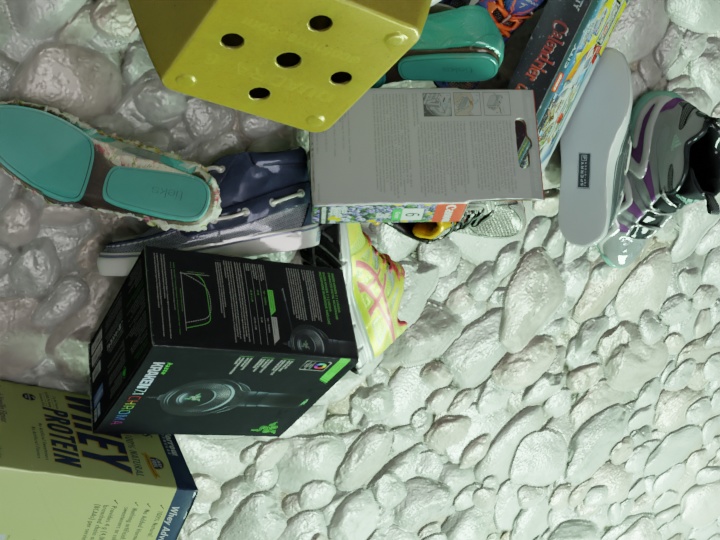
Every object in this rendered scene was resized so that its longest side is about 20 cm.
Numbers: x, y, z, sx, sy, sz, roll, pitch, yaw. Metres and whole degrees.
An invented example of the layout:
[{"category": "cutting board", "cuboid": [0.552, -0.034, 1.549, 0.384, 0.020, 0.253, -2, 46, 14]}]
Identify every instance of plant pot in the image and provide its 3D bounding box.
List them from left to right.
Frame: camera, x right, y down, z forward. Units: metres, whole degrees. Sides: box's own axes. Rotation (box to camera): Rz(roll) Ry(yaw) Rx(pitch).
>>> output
[{"category": "plant pot", "cuboid": [-0.053, -0.218, 0.686, 0.198, 0.179, 0.200, 12, 149, -31]}]

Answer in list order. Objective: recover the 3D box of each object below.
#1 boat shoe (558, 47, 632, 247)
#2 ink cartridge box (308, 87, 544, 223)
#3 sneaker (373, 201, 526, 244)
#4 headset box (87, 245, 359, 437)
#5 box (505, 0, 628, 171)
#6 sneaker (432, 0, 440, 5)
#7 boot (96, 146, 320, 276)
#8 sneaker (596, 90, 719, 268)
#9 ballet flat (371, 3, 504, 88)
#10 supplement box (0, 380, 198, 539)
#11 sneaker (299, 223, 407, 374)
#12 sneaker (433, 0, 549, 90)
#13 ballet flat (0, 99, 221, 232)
[{"category": "boat shoe", "cuboid": [0.248, -0.127, 1.015, 0.068, 0.071, 0.203, -20, 114, -57]}, {"category": "ink cartridge box", "cuboid": [0.054, -0.100, 0.857, 0.197, 0.111, 0.050, -1, 163, -4]}, {"category": "sneaker", "cuboid": [0.076, -0.056, 0.941, 0.198, 0.083, 0.078, 10, 137, -29]}, {"category": "headset box", "cuboid": [-0.118, 0.071, 0.865, 0.198, 0.094, 0.174, 7, 146, -30]}, {"category": "box", "cuboid": [0.179, -0.179, 0.921, 0.202, 0.037, 0.136, -65, 160, 14]}, {"category": "sneaker", "cuboid": [0.082, -0.273, 0.821, 0.199, 0.080, 0.077, -39, 82, 2]}, {"category": "boot", "cuboid": [-0.136, -0.053, 0.863, 0.197, 0.073, 0.092, -11, 98, -18]}, {"category": "sneaker", "cuboid": [0.322, -0.075, 1.029, 0.077, 0.140, 0.202, -3, 116, -26]}, {"category": "ballet flat", "cuboid": [0.024, -0.196, 0.853, 0.197, 0.071, 0.068, -3, 155, 6]}, {"category": "supplement box", "cuboid": [-0.284, 0.226, 0.880, 0.198, 0.134, 0.202, 16, 108, -32]}, {"category": "sneaker", "cuboid": [0.000, 0.000, 0.953, 0.090, 0.078, 0.202, -27, 131, -21]}, {"category": "sneaker", "cuboid": [0.126, -0.245, 0.878, 0.075, 0.078, 0.202, 21, 105, -33]}, {"category": "ballet flat", "cuboid": [-0.207, -0.078, 0.794, 0.198, 0.064, 0.076, 22, 90, -6]}]
